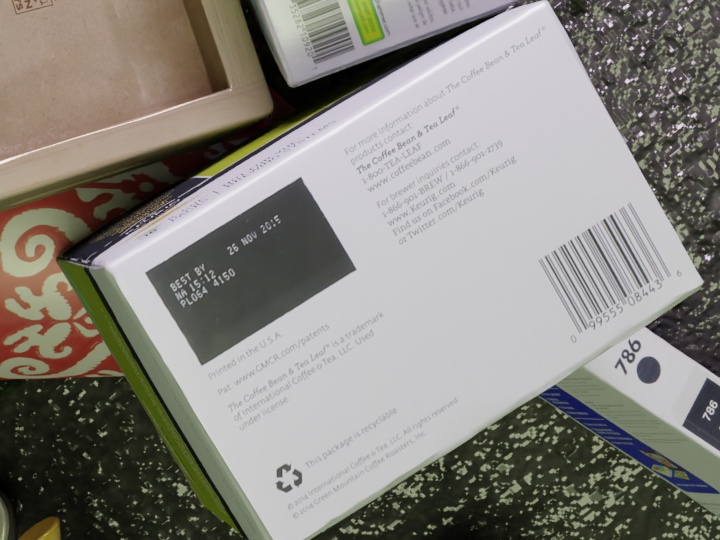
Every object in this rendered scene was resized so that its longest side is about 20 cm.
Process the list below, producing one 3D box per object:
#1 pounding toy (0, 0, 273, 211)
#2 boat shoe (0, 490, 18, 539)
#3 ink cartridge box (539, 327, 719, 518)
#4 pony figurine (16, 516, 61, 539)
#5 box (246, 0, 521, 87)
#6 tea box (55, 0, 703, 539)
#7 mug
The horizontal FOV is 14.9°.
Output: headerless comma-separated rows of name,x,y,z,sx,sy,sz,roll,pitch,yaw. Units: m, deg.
pounding toy,-0.171,-0.116,1.158,0.200,0.142,0.184,-19,91,-15
boat shoe,-0.223,0.186,1.389,0.067,0.057,0.200,37,107,20
ink cartridge box,0.140,0.065,1.324,0.200,0.099,0.039,32,77,-18
pony figurine,-0.160,0.239,1.319,0.193,0.167,0.200,-36,109,-5
box,-0.015,-0.170,1.149,0.101,0.200,0.113,-21,113,-2
tea box,0.000,0.000,1.121,0.200,0.197,0.134,-31,98,-8
mug,-0.092,-0.029,1.253,0.200,0.133,0.178,2,116,-8
